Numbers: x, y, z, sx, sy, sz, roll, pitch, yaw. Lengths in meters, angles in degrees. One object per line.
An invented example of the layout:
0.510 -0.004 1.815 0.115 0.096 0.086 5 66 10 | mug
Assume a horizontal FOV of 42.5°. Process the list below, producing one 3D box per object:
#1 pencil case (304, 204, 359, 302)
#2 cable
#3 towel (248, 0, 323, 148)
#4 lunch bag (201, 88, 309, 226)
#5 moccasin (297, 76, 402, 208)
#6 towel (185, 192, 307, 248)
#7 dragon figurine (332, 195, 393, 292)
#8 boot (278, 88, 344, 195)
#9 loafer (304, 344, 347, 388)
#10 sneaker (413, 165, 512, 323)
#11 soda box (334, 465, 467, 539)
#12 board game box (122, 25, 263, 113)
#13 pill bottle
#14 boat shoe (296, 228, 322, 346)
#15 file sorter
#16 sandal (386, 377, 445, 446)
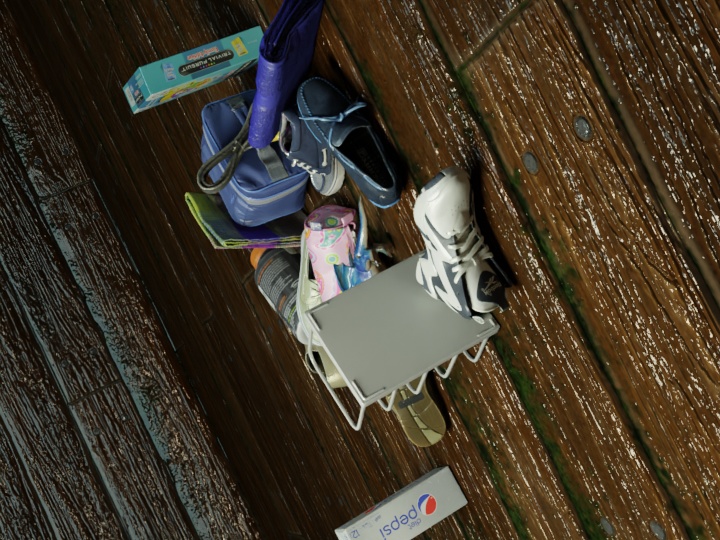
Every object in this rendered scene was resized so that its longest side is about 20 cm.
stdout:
-0.026 -0.001 1.399 0.087 0.087 0.201 32 140 54 | pencil case
-0.165 -0.198 1.354 0.097 0.200 0.050 53 166 11 | cable
-0.107 -0.268 1.226 0.049 0.148 0.200 26 151 2 | towel
-0.166 -0.188 1.448 0.200 0.135 0.132 59 157 18 | lunch bag
-0.006 -0.175 1.189 0.200 0.080 0.068 49 171 7 | moccasin
-0.173 -0.086 1.508 0.144 0.199 0.023 52 132 37 | towel
0.000 0.000 1.317 0.099 0.059 0.201 -10 114 34 | dragon figurine
-0.074 -0.171 1.316 0.073 0.090 0.200 52 155 29 | boot
-0.075 0.141 1.680 0.200 0.068 0.076 44 150 43 | loafer
0.125 -0.016 1.048 0.130 0.079 0.200 44 146 32 | sneaker
0.064 0.384 1.444 0.068 0.199 0.063 61 158 6 | soda box
-0.256 -0.310 1.436 0.151 0.199 0.047 -2 111 67 | board game box
-0.114 0.026 1.598 0.200 0.106 0.106 48 153 35 | pill bottle
-0.069 0.022 1.470 0.062 0.072 0.201 -174 79 -85 | boat shoe
0.047 0.089 1.178 0.139 0.199 0.125 55 161 22 | file sorter
0.071 0.167 1.373 0.054 0.080 0.201 -102 -9 -71 | sandal
